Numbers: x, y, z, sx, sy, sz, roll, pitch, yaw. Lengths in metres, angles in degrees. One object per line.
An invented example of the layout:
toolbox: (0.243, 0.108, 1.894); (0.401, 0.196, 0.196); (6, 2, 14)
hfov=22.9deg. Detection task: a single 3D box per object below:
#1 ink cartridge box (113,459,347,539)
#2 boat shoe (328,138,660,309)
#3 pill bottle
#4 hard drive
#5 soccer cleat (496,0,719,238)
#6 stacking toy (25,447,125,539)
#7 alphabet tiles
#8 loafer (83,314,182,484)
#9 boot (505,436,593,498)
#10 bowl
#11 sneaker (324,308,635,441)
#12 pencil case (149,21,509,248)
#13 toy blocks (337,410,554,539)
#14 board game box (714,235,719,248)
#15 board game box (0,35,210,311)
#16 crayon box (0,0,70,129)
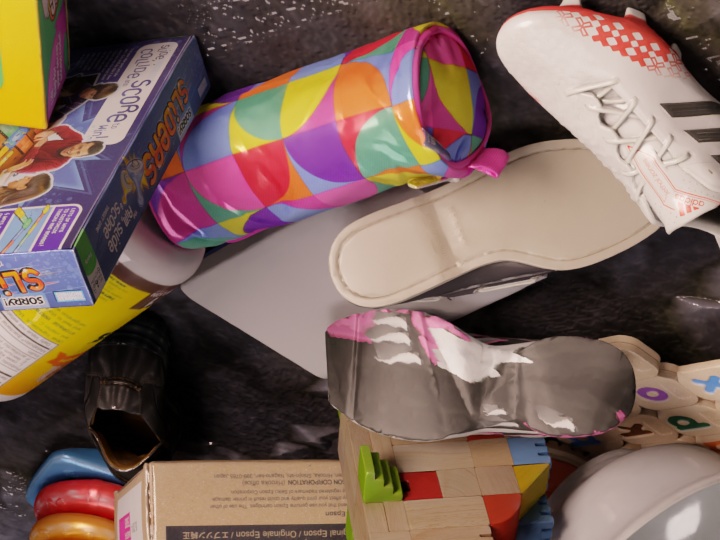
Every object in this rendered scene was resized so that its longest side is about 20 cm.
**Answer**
ink cartridge box: (-0.084, 0.181, 1.266); (0.163, 0.076, 0.200); (0, 168, -14)
boat shoe: (0.079, -0.025, 1.013); (0.198, 0.073, 0.063); (-16, 175, 2)
pill bottle: (-0.194, 0.004, 1.050); (0.199, 0.110, 0.109); (-33, 129, 25)
hard drive: (0.000, 0.000, 1.109); (0.131, 0.026, 0.199); (33, 139, -31)
soccer cleat: (0.153, -0.067, 0.920); (0.199, 0.086, 0.068); (30, 141, -23)
stacking toy: (-0.213, 0.249, 1.361); (0.115, 0.202, 0.110); (19, 144, -16)
alphabet tiles: (0.206, 0.098, 1.189); (0.199, 0.015, 0.195); (33, 150, -30)
loafer: (-0.168, 0.110, 1.265); (0.072, 0.073, 0.201); (5, 146, 4)
boot: (0.101, 0.167, 1.251); (0.199, 0.108, 0.075); (24, 147, -22)
bowl: (0.182, 0.186, 1.203); (0.200, 0.090, 0.202); (-22, 137, -22)
sneaker: (0.074, 0.075, 1.119); (0.198, 0.081, 0.086); (10, 173, 13)
pencil case: (-0.023, -0.067, 0.967); (0.199, 0.089, 0.088); (-12, 140, 33)
toy blocks: (0.063, 0.144, 1.129); (0.135, 0.201, 0.101); (-2, 128, -9)
board game box: (0.294, 0.009, 1.044); (0.133, 0.034, 0.200); (-8, 142, 24)
board game box: (-0.169, -0.052, 0.922); (0.134, 0.201, 0.035); (-4, 126, 19)
crayon box: (-0.234, -0.172, 0.866); (0.171, 0.059, 0.201); (7, 135, 1)
